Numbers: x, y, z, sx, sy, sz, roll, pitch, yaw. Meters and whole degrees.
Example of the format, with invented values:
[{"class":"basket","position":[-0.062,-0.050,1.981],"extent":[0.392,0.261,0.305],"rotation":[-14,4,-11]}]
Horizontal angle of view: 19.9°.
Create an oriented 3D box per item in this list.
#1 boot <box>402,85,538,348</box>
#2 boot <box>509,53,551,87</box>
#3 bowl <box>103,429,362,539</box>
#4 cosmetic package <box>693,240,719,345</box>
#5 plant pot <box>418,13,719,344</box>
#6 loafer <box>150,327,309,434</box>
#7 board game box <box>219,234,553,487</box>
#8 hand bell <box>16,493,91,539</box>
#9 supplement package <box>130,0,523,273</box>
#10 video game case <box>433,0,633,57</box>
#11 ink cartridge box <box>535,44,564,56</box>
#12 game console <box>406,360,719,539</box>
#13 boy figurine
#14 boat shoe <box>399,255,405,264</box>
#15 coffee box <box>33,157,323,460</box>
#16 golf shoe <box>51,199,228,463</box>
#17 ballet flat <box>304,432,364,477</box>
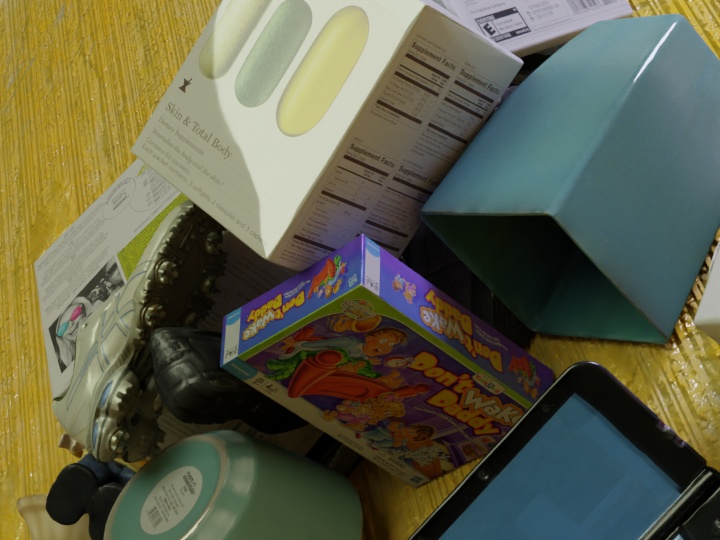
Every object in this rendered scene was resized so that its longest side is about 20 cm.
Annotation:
[{"class":"boot","position":[0.070,-0.037,1.530],"extent":[0.131,0.070,0.201],"rotation":[1,82,49]},{"class":"boot","position":[0.096,-0.091,1.595],"extent":[0.074,0.203,0.154],"rotation":[-66,-21,-72]},{"class":"bowl","position":[-0.108,0.194,1.463],"extent":[0.200,0.105,0.201],"rotation":[-30,33,22]},{"class":"cosmetic package","position":[0.307,0.003,1.235],"extent":[0.200,0.074,0.102],"rotation":[-4,56,53]},{"class":"plant pot","position":[0.171,-0.075,1.430],"extent":[0.141,0.141,0.200],"rotation":[2,55,53]},{"class":"loafer","position":[-0.079,0.074,1.477],"extent":[0.068,0.200,0.071],"rotation":[-37,65,22]},{"class":"board game box","position":[0.020,0.068,1.424],"extent":[0.134,0.200,0.045],"rotation":[-30,41,33]},{"class":"hand bell","position":[-0.247,0.295,1.692],"extent":[0.104,0.104,0.201],"rotation":[-16,60,45]},{"class":"supplement package","position":[-0.023,-0.115,1.433],"extent":[0.152,0.151,0.200],"rotation":[38,100,30]},{"class":"video game case","position":[0.102,-0.249,1.567],"extent":[0.200,0.183,0.023],"rotation":[-22,-12,-45]},{"class":"ink cartridge box","position":[0.059,-0.200,1.634],"extent":[0.136,0.200,0.077],"rotation":[-35,33,28]},{"class":"game console","position":[0.136,0.189,1.234],"extent":[0.200,0.119,0.172],"rotation":[-48,32,9]},{"class":"boy figurine","position":[-0.185,0.160,1.699],"extent":[0.065,0.124,0.200],"rotation":[-64,-6,24]},{"class":"boat shoe","position":[0.000,0.000,1.522],"extent":[0.061,0.072,0.202],"rotation":[-40,59,47]},{"class":"coffee box","position":[-0.116,0.030,1.642],"extent":[0.200,0.199,0.198],"rotation":[-44,33,16]},{"class":"golf shoe","position":[-0.168,0.035,1.479],"extent":[0.097,0.078,0.201],"rotation":[22,89,37]},{"class":"ballet flat","position":[-0.032,0.151,1.559],"extent":[0.200,0.046,0.067],"rotation":[-48,31,8]}]
